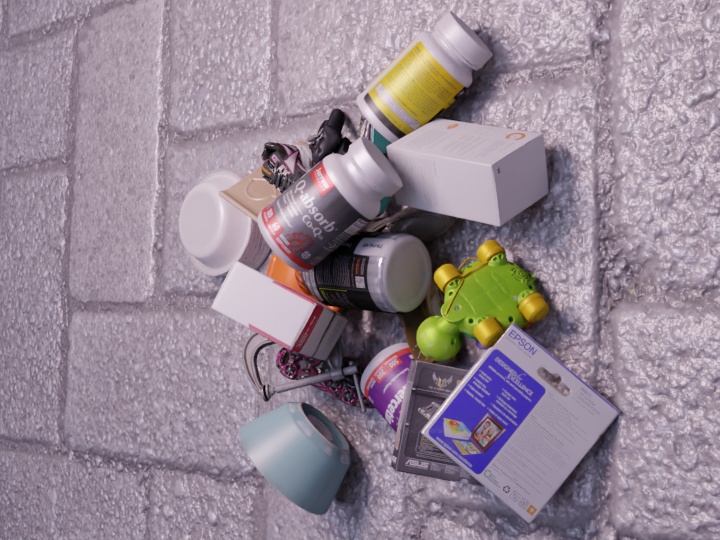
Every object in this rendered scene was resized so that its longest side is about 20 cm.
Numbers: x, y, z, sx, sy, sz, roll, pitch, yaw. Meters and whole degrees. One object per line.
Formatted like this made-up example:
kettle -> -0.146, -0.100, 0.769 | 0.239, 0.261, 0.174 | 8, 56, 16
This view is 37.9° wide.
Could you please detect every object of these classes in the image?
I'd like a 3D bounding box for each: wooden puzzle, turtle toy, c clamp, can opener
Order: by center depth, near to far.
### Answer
turtle toy -> 0.170, 0.059, 1.522 | 0.200, 0.101, 0.146 | -28, 60, -10
c clamp -> -0.098, 0.160, 1.709 | 0.200, 0.027, 0.171 | -10, 79, 15
can opener -> -0.052, -0.221, 1.745 | 0.063, 0.079, 0.200 | -41, 20, 15
wooden puzzle -> -0.112, -0.131, 1.784 | 0.185, 0.200, 0.046 | 35, 148, 38

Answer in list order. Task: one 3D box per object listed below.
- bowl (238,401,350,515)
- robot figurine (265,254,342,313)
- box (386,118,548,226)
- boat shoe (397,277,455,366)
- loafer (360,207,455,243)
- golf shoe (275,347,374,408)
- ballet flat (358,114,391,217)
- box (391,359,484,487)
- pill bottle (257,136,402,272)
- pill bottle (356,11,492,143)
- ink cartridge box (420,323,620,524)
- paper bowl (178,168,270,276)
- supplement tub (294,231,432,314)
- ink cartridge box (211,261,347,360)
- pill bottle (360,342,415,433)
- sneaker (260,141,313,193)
bowl -> -0.093, 0.294, 1.726 | 0.105, 0.201, 0.201 | -46, 56, 7
robot figurine -> -0.094, 0.025, 1.781 | 0.144, 0.117, 0.200 | 12, 96, -2
box -> 0.157, -0.148, 1.544 | 0.200, 0.124, 0.098 | 16, 128, 42
boat shoe -> 0.099, 0.063, 1.634 | 0.074, 0.066, 0.200 | -29, 56, 30
loafer -> 0.066, -0.057, 1.664 | 0.200, 0.070, 0.070 | -19, 32, 45
golf shoe -> -0.038, 0.175, 1.750 | 0.200, 0.092, 0.073 | 22, 86, 20
ballet flat -> 0.022, -0.180, 1.726 | 0.072, 0.072, 0.200 | -1, 78, 42
box -> 0.156, 0.222, 1.486 | 0.048, 0.200, 0.159 | 150, 131, -83
pill bottle -> -0.044, -0.099, 1.543 | 0.200, 0.116, 0.116 | -39, 61, 15
pill bottle -> 0.100, -0.295, 1.622 | 0.200, 0.114, 0.114 | -43, 59, 19
ink cartridge box -> 0.219, 0.208, 1.444 | 0.198, 0.043, 0.200 | 40, 88, -1
paper bowl -> -0.260, -0.089, 1.950 | 0.201, 0.104, 0.201 | -3, 85, 43
supplement tub -> 0.000, 0.000, 1.616 | 0.200, 0.122, 0.123 | 5, 89, 42
ink cartridge box -> -0.120, 0.067, 1.619 | 0.145, 0.200, 0.083 | 26, 87, 16
pill bottle -> 0.096, 0.210, 1.594 | 0.200, 0.112, 0.112 | 46, 116, 34
sneaker -> -0.117, -0.146, 1.692 | 0.080, 0.086, 0.200 | -67, 25, 22
